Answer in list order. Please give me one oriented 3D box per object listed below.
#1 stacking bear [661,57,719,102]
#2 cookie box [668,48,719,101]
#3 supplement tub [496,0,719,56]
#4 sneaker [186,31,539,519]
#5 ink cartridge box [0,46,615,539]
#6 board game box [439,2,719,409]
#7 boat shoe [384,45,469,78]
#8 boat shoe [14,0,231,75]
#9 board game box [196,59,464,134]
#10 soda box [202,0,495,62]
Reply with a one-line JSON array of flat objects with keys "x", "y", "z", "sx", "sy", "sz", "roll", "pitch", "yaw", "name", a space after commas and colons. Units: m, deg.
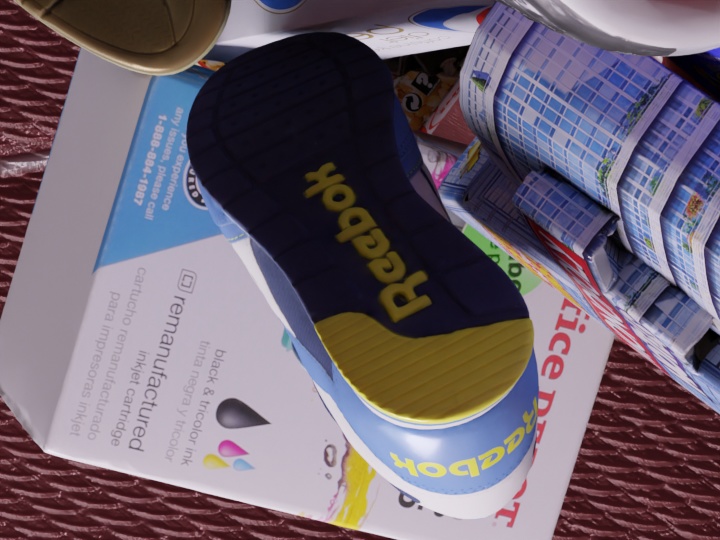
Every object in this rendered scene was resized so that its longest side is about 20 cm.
[{"x": 0.153, "y": -0.046, "z": 0.978, "sx": 0.114, "sy": 0.121, "sz": 0.200, "roll": 48, "pitch": 174, "yaw": 18, "name": "stacking bear"}, {"x": 0.140, "y": -0.076, "z": 0.732, "sx": 0.200, "sy": 0.075, "sz": 0.171, "roll": 36, "pitch": 179, "yaw": -24, "name": "cookie box"}, {"x": 0.026, "y": -0.133, "z": 0.604, "sx": 0.122, "sy": 0.123, "sz": 0.200, "roll": 37, "pitch": 180, "yaw": -39, "name": "supplement tub"}, {"x": 0.000, "y": 0.000, "z": 0.844, "sx": 0.082, "sy": 0.074, "sz": 0.200, "roll": 69, "pitch": 176, "yaw": -45, "name": "sneaker"}, {"x": -0.020, "y": 0.010, "z": 1.022, "sx": 0.200, "sy": 0.147, "sz": 0.146, "roll": 15, "pitch": -175, "yaw": -18, "name": "ink cartridge box"}, {"x": 0.097, "y": -0.010, "z": 0.833, "sx": 0.200, "sy": 0.062, "sz": 0.200, "roll": 36, "pitch": 178, "yaw": 27, "name": "board game box"}, {"x": 0.022, "y": -0.110, "z": 1.071, "sx": 0.200, "sy": 0.064, "sz": 0.071, "roll": -1, "pitch": -177, "yaw": -13, "name": "boat shoe"}, {"x": -0.121, "y": -0.143, "z": 0.939, "sx": 0.201, "sy": 0.073, "sz": 0.063, "roll": 38, "pitch": -175, "yaw": 12, "name": "boat shoe"}, {"x": -0.028, "y": -0.149, "z": 1.164, "sx": 0.200, "sy": 0.152, "sz": 0.046, "roll": 37, "pitch": 179, "yaw": 4, "name": "board game box"}, {"x": 0.020, "y": -0.112, "z": 0.902, "sx": 0.068, "sy": 0.064, "sz": 0.200, "roll": 5, "pitch": 174, "yaw": -42, "name": "soda box"}]
